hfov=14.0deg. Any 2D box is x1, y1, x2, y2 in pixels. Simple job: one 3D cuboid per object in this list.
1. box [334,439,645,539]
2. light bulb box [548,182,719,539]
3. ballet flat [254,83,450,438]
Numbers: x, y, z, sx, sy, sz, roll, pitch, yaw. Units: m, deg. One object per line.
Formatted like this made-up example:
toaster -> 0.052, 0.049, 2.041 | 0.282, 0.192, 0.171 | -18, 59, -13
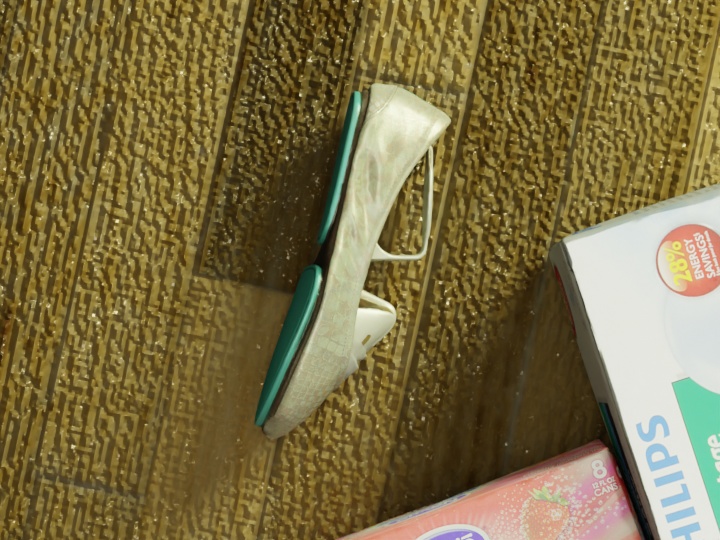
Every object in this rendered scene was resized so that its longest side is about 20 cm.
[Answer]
box -> 0.053, 0.169, 1.533 | 0.200, 0.095, 0.103 | -20, 87, 2
light bulb box -> 0.222, 0.046, 1.514 | 0.200, 0.125, 0.198 | -19, 88, 1
ballet flat -> 0.000, 0.000, 1.557 | 0.062, 0.067, 0.200 | 17, 90, -7
